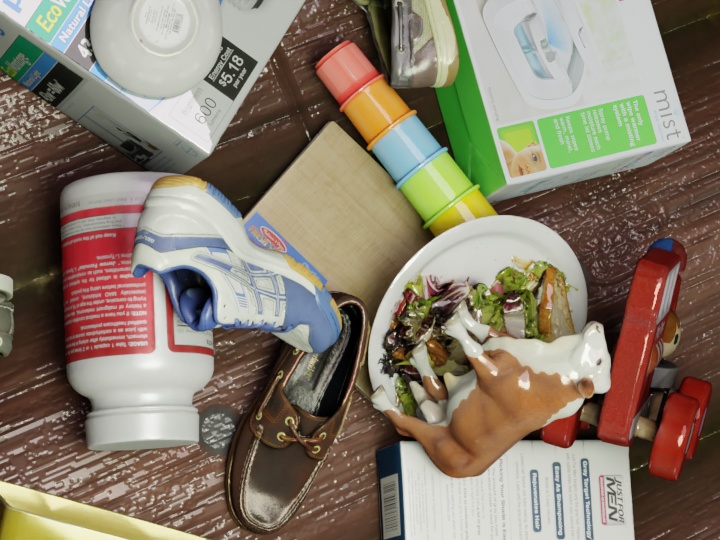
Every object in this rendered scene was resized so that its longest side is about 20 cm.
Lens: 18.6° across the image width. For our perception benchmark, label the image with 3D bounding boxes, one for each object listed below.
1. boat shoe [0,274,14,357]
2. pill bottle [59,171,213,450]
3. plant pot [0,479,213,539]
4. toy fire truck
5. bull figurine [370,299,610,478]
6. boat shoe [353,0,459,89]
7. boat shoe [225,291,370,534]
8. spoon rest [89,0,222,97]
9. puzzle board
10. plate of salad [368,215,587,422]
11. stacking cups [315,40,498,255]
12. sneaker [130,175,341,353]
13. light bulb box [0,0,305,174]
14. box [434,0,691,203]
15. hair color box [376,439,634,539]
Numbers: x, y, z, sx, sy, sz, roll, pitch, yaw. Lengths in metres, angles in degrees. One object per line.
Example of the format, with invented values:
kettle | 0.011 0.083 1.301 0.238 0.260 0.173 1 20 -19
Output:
boat shoe | -0.353 0.036 1.619 0.201 0.072 0.060 -1 76 -23
pill bottle | -0.168 0.033 1.663 0.112 0.112 0.201 0 80 -19
plant pot | -0.195 0.267 1.578 0.200 0.200 0.177 18 86 -16
toy fire truck | 0.223 0.062 1.722 0.112 0.200 0.168 16 101 13
bull figurine | 0.099 0.086 1.646 0.121 0.200 0.065 42 42 -1
boat shoe | 0.022 -0.237 1.783 0.065 0.073 0.200 -11 66 -23
boat shoe | -0.048 0.109 1.707 0.070 0.070 0.200 21 83 -18
spoon rest | -0.135 -0.226 1.624 0.099 0.061 0.201 18 88 -15
puzzle board | 0.000 0.000 1.780 0.200 0.017 0.151 43 71 -7
plate of salad | 0.100 0.053 1.748 0.200 0.048 0.201 -12 118 -23
stacking cups | 0.041 -0.100 1.779 0.060 0.061 0.200 -33 85 -21
sneaker | -0.097 0.017 1.619 0.200 0.075 0.088 40 58 -33
light bulb box | -0.166 -0.209 1.700 0.200 0.125 0.199 34 71 -12
box | 0.154 -0.172 1.824 0.176 0.097 0.201 -13 84 -19
hair color box | 0.117 0.188 1.764 0.199 0.061 0.100 1 79 -19
